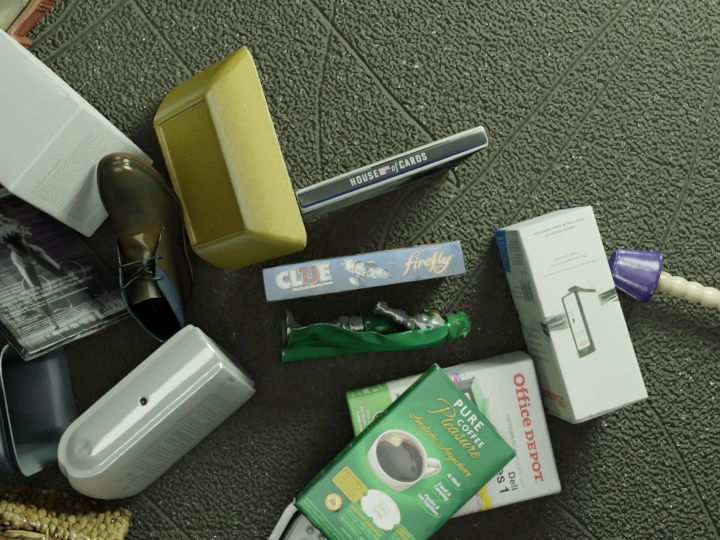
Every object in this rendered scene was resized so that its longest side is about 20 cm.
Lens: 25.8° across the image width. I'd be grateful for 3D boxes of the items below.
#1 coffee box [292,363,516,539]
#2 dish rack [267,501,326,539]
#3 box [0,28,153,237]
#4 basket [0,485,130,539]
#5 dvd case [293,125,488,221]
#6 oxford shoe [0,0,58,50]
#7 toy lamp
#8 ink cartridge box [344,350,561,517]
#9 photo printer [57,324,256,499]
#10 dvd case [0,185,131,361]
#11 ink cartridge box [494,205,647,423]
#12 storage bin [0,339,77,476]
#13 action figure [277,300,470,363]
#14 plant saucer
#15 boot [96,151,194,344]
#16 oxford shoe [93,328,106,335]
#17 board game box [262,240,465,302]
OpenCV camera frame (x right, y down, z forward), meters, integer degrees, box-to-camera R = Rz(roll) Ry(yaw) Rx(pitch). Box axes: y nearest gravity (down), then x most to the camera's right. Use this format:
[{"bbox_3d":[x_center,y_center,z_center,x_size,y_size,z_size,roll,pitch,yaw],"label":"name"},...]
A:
[{"bbox_3d":[0.045,0.204,1.567,0.200,0.044,0.123,-45,92,1],"label":"coffee box"},{"bbox_3d":[-0.042,0.353,1.649,0.171,0.044,0.201,30,89,-2],"label":"dish rack"},{"bbox_3d":[-0.316,-0.137,1.531,0.152,0.200,0.106,41,89,17],"label":"box"},{"bbox_3d":[-0.315,0.305,1.546,0.142,0.200,0.150,15,91,-5],"label":"basket"},{"bbox_3d":[0.017,-0.091,1.577,0.199,0.150,0.025,-19,89,-13],"label":"dvd case"},{"bbox_3d":[-0.351,-0.287,1.610,0.074,0.071,0.201,33,89,0],"label":"oxford shoe"},{"bbox_3d":[0.357,0.023,1.660,0.198,0.058,0.059,16,90,-4],"label":"toy lamp"},{"bbox_3d":[0.095,0.177,1.633,0.198,0.084,0.146,-13,91,-2],"label":"ink cartridge box"},{"bbox_3d":[-0.208,0.151,1.579,0.200,0.166,0.070,-41,74,-1],"label":"photo printer"},{"bbox_3d":[-0.333,-0.007,1.560,0.200,0.148,0.016,47,130,17],"label":"dvd case"},{"bbox_3d":[0.212,0.043,1.607,0.084,0.146,0.202,-17,93,-5],"label":"ink cartridge box"},{"bbox_3d":[-0.379,0.131,1.559,0.133,0.200,0.147,-10,92,6],"label":"storage bin"},{"bbox_3d":[0.018,0.061,1.629,0.198,0.118,0.055,-1,79,-12],"label":"action figure"},{"bbox_3d":[-0.141,-0.100,1.559,0.048,0.200,0.202,-18,92,-28],"label":"plant saucer"},{"bbox_3d":[-0.206,-0.019,1.541,0.074,0.097,0.201,-14,135,7],"label":"boot"},{"bbox_3d":[-0.336,-0.008,1.612,0.199,0.073,0.071,36,90,-3],"label":"oxford shoe"},{"bbox_3d":[0.000,0.000,1.600,0.198,0.135,0.035,-8,91,-4],"label":"board game box"}]
